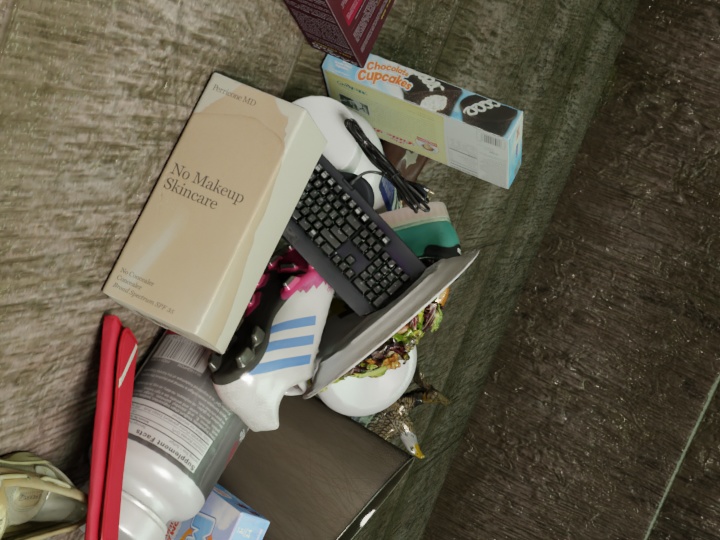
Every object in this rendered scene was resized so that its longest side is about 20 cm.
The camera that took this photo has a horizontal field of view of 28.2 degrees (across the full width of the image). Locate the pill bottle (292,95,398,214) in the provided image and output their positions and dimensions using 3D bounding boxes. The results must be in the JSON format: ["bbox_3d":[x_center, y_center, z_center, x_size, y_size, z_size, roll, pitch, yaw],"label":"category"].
[{"bbox_3d":[-0.028,-0.091,1.366,0.111,0.111,0.200,-64,166,-11],"label":"pill bottle"}]

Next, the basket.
[{"bbox_3d":[-0.078,0.182,1.390,0.180,0.200,0.136,-45,168,-23],"label":"basket"}]

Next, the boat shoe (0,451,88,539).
[{"bbox_3d":[-0.259,0.175,1.032,0.073,0.063,0.201,-67,167,1],"label":"boat shoe"}]

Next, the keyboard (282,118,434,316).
[{"bbox_3d":[-0.017,-0.068,1.225,0.127,0.200,0.021,-42,177,-19],"label":"keyboard"}]

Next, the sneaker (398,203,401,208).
[{"bbox_3d":[0.012,-0.023,1.571,0.116,0.075,0.201,-62,158,-69],"label":"sneaker"}]

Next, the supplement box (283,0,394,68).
[{"bbox_3d":[-0.017,-0.263,1.236,0.109,0.061,0.200,-64,165,-7],"label":"supplement box"}]

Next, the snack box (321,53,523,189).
[{"bbox_3d":[0.062,-0.153,1.417,0.037,0.199,0.116,-63,166,-16],"label":"snack box"}]

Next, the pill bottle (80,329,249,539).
[{"bbox_3d":[-0.165,0.145,1.240,0.200,0.110,0.111,-59,164,-27],"label":"pill bottle"}]

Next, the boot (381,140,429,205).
[{"bbox_3d":[0.019,-0.112,1.630,0.200,0.064,0.187,-38,147,-54],"label":"boot"}]

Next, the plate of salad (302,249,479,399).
[{"bbox_3d":[0.032,0.053,1.243,0.200,0.048,0.200,-39,-178,2],"label":"plate of salad"}]

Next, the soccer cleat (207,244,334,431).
[{"bbox_3d":[-0.063,0.053,1.234,0.087,0.070,0.200,60,43,-28],"label":"soccer cleat"}]

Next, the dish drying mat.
[{"bbox_3d":[-0.196,0.142,1.136,0.077,0.018,0.201,84,6,-69],"label":"dish drying mat"}]

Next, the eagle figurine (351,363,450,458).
[{"bbox_3d":[0.039,0.242,2.194,0.200,0.151,0.152,-38,122,4],"label":"eagle figurine"}]

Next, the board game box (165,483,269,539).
[{"bbox_3d":[-0.168,0.257,1.290,0.037,0.200,0.152,26,86,-33],"label":"board game box"}]

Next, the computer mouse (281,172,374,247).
[{"bbox_3d":[-0.079,-0.032,1.237,0.199,0.059,0.034,-22,171,-13],"label":"computer mouse"}]

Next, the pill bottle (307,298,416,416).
[{"bbox_3d":[-0.029,0.059,1.442,0.200,0.109,0.110,41,-67,59],"label":"pill bottle"}]

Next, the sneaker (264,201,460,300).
[{"bbox_3d":[0.000,0.000,1.343,0.199,0.080,0.071,-18,163,-7],"label":"sneaker"}]

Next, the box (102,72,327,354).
[{"bbox_3d":[-0.114,-0.046,1.157,0.201,0.095,0.078,-66,164,-9],"label":"box"}]
